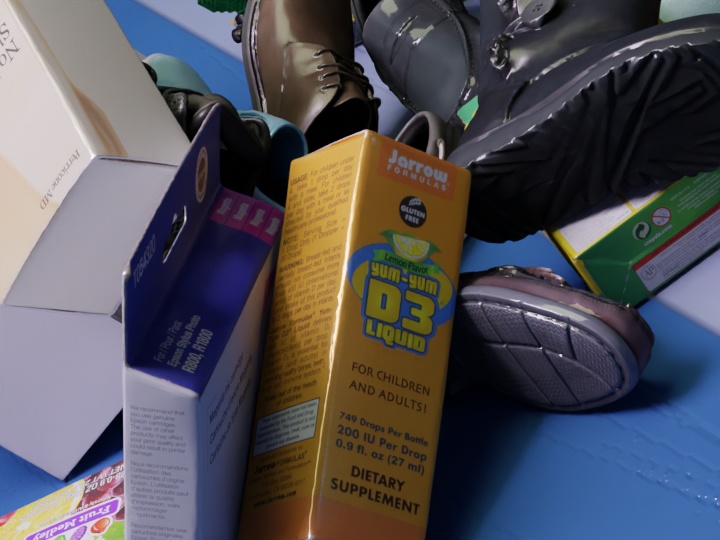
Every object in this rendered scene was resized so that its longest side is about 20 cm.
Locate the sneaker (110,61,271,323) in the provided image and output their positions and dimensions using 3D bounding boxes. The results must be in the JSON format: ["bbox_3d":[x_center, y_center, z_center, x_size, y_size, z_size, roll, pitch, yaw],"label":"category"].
[{"bbox_3d":[-0.105,-0.079,1.524,0.114,0.076,0.200,-38,53,26],"label":"sneaker"}]

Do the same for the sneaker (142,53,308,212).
[{"bbox_3d":[-0.062,-0.058,1.579,0.082,0.074,0.200,-43,47,18],"label":"sneaker"}]

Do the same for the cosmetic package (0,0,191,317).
[{"bbox_3d":[-0.165,-0.083,1.477,0.105,0.071,0.200,-56,49,28],"label":"cosmetic package"}]

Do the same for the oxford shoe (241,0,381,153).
[{"bbox_3d":[-0.019,-0.099,1.650,0.084,0.073,0.201,-20,62,47],"label":"oxford shoe"}]

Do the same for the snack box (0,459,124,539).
[{"bbox_3d":[-0.161,0.195,1.418,0.168,0.068,0.200,-26,30,19],"label":"snack box"}]

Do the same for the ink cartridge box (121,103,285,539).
[{"bbox_3d":[-0.069,0.052,1.372,0.043,0.201,0.196,7,26,7],"label":"ink cartridge box"}]

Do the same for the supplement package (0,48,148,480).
[{"bbox_3d":[-0.189,-0.033,1.642,0.147,0.191,0.200,-49,18,30],"label":"supplement package"}]

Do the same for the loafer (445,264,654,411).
[{"bbox_3d":[0.070,0.021,1.419,0.063,0.072,0.200,-47,25,-28],"label":"loafer"}]

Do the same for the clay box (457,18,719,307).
[{"bbox_3d":[0.128,-0.064,1.500,0.115,0.048,0.200,-36,28,2],"label":"clay box"}]

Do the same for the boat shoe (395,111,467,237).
[{"bbox_3d":[0.000,0.000,1.546,0.067,0.057,0.200,-5,40,46],"label":"boat shoe"}]

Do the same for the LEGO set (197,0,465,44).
[{"bbox_3d":[-0.005,-0.220,1.795,0.200,0.153,0.116,-28,55,41],"label":"LEGO set"}]

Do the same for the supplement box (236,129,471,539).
[{"bbox_3d":[-0.002,0.041,1.376,0.069,0.066,0.201,-25,53,53],"label":"supplement box"}]

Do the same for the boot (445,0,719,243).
[{"bbox_3d":[0.127,-0.114,1.440,0.200,0.076,0.169,-25,36,36],"label":"boot"}]

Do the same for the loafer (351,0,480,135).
[{"bbox_3d":[0.034,-0.122,1.672,0.068,0.070,0.201,-60,21,15],"label":"loafer"}]

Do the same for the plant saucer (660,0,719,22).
[{"bbox_3d":[0.152,-0.164,1.651,0.200,0.036,0.200,-28,28,16],"label":"plant saucer"}]
